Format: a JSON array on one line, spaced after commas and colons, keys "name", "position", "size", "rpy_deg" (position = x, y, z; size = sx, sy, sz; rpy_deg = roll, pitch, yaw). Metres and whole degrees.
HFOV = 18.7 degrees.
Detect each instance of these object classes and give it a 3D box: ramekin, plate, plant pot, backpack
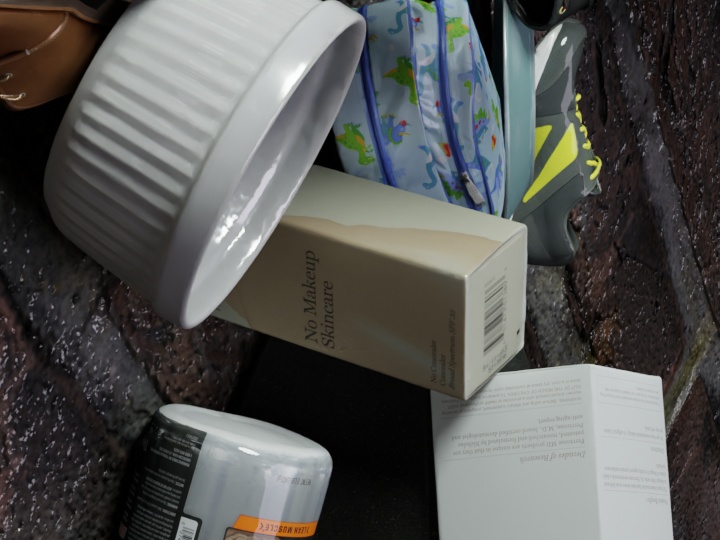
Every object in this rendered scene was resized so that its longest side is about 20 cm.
[{"name": "ramekin", "position": [-0.091, -0.078, 1.214], "size": [0.200, 0.105, 0.200], "rpy_deg": [-59, 174, -11]}, {"name": "plate", "position": [0.111, -0.129, 1.581], "size": [0.200, 0.025, 0.201], "rpy_deg": [0, 90, -89]}, {"name": "plant pot", "position": [0.019, 0.127, 1.502], "size": [0.200, 0.199, 0.178], "rpy_deg": [-3, 96, -60]}, {"name": "backpack", "position": [0.034, -0.094, 1.457], "size": [0.200, 0.153, 0.163], "rpy_deg": [51, 32, -39]}]

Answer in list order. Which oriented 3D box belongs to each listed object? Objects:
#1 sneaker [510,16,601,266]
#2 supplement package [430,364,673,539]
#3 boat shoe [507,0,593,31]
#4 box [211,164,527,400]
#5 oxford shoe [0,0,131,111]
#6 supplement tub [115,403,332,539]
[{"name": "sneaker", "position": [0.153, -0.097, 1.701], "size": [0.074, 0.084, 0.200], "rpy_deg": [-50, 155, -74]}, {"name": "supplement package", "position": [0.124, 0.167, 1.381], "size": [0.117, 0.117, 0.201], "rpy_deg": [14, 71, -59]}, {"name": "boat shoe", "position": [0.106, -0.253, 1.448], "size": [0.063, 0.074, 0.202], "rpy_deg": [-40, 125, -25]}, {"name": "box", "position": [0.000, 0.000, 1.374], "size": [0.078, 0.200, 0.095], "rpy_deg": [-39, 136, -46]}, {"name": "oxford shoe", "position": [-0.183, -0.118, 1.129], "size": [0.200, 0.071, 0.071], "rpy_deg": [3, 106, -62]}, {"name": "supplement tub", "position": [-0.099, 0.194, 1.383], "size": [0.122, 0.122, 0.201], "rpy_deg": [9, 97, -61]}]
